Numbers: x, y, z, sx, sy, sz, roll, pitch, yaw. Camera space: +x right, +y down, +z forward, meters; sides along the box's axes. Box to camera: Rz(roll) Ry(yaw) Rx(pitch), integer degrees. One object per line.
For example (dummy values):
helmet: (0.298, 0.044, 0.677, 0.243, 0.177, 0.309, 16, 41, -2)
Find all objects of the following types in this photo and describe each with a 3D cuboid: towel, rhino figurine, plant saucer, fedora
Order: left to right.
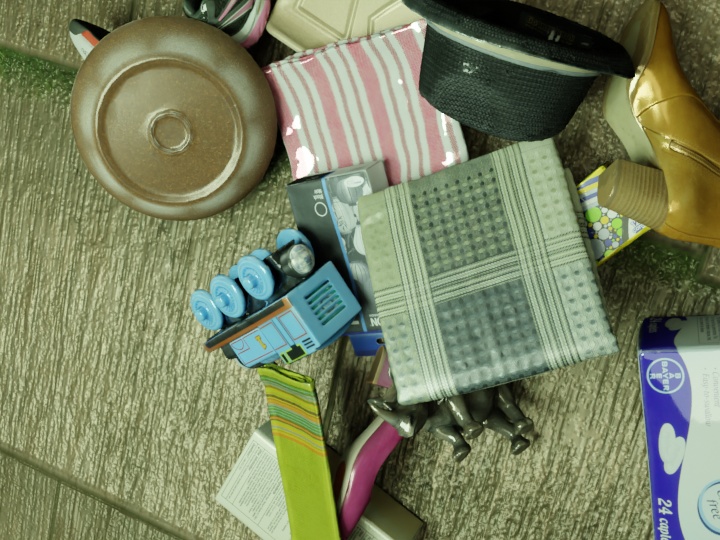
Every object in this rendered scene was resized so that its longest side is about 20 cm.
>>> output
plant saucer: (-0.178, -0.135, 0.824, 0.197, 0.037, 0.203, -2, 115, -3)
towel: (-0.055, 0.191, 0.828, 0.086, 0.018, 0.203, 9, 112, 53)
towel: (0.001, -0.143, 0.818, 0.198, 0.030, 0.148, -6, 112, 34)
rhino figurine: (0.078, 0.126, 0.793, 0.060, 0.198, 0.088, -55, 49, 26)
towel: (0.102, -0.001, 0.739, 0.190, 0.035, 0.203, -17, 69, 15)
fedora: (0.119, -0.163, 0.712, 0.199, 0.200, 0.093, 25, 117, 15)

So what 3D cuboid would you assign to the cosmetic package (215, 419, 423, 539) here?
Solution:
cosmetic package: (-0.044, 0.256, 0.924, 0.199, 0.071, 0.106, 37, 110, 11)

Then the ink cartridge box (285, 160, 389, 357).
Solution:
ink cartridge box: (0.000, 0.000, 0.851, 0.098, 0.039, 0.203, -8, 107, 33)

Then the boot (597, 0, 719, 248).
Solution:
boot: (0.281, -0.120, 0.734, 0.142, 0.071, 0.204, 14, 76, -8)

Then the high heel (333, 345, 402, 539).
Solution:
high heel: (0.035, 0.180, 0.854, 0.095, 0.067, 0.203, 19, 90, -10)

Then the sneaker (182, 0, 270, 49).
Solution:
sneaker: (-0.119, -0.315, 0.820, 0.079, 0.086, 0.203, 6, 89, 27)

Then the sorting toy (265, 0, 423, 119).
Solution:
sorting toy: (0.027, -0.272, 0.821, 0.184, 0.036, 0.201, 35, 106, 11)

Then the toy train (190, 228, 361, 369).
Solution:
toy train: (-0.092, 0.040, 0.863, 0.199, 0.086, 0.115, -30, 95, 49)

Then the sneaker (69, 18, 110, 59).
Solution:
sneaker: (-0.241, -0.161, 0.889, 0.201, 0.067, 0.108, 38, 107, 8)

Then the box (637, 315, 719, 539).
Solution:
box: (0.345, 0.137, 0.735, 0.197, 0.105, 0.187, -5, 99, 21)

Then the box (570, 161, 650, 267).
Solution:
box: (0.166, -0.009, 0.798, 0.199, 0.064, 0.070, -40, 84, 22)
